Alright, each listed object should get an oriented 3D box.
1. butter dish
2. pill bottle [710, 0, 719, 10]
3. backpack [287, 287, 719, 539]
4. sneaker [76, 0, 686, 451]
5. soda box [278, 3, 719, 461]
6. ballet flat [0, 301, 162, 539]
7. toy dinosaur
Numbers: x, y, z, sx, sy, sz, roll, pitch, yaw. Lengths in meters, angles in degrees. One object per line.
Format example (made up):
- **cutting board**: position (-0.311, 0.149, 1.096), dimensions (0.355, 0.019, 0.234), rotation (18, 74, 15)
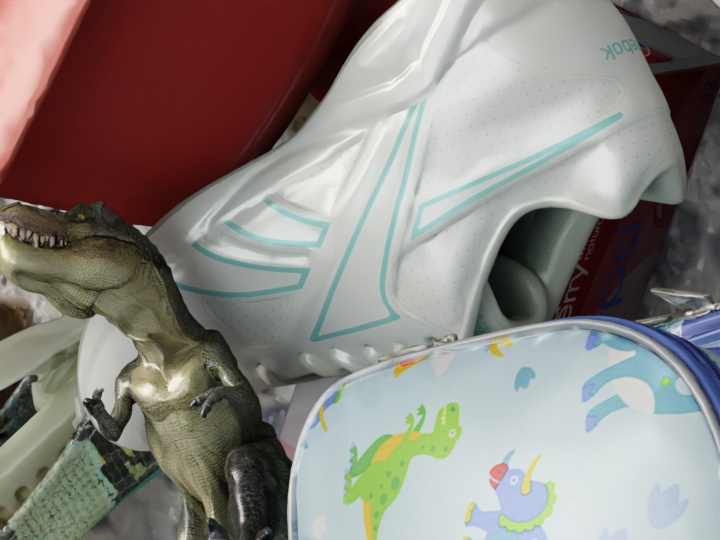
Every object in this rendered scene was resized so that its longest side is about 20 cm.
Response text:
- **butter dish**: position (-0.053, -0.090, 0.784), dimensions (0.200, 0.148, 0.200), rotation (-64, 27, 8)
- **pill bottle**: position (0.128, -0.099, 0.670), dimensions (0.200, 0.113, 0.113), rotation (49, 121, 17)
- **backpack**: position (0.085, 0.091, 0.640), dimensions (0.200, 0.147, 0.184), rotation (-19, 66, 36)
- **sneaker**: position (0.000, 0.000, 0.726), dimensions (0.200, 0.070, 0.080), rotation (-41, 77, 33)
- **soda box**: position (0.030, 0.020, 0.790), dimensions (0.070, 0.063, 0.201), rotation (29, 113, 27)
- **ballet flat**: position (-0.124, 0.074, 0.858), dimensions (0.074, 0.074, 0.200), rotation (42, 87, 21)
- **toy dinosaur**: position (-0.030, 0.070, 0.706), dimensions (0.047, 0.088, 0.200), rotation (-20, 121, 12)
